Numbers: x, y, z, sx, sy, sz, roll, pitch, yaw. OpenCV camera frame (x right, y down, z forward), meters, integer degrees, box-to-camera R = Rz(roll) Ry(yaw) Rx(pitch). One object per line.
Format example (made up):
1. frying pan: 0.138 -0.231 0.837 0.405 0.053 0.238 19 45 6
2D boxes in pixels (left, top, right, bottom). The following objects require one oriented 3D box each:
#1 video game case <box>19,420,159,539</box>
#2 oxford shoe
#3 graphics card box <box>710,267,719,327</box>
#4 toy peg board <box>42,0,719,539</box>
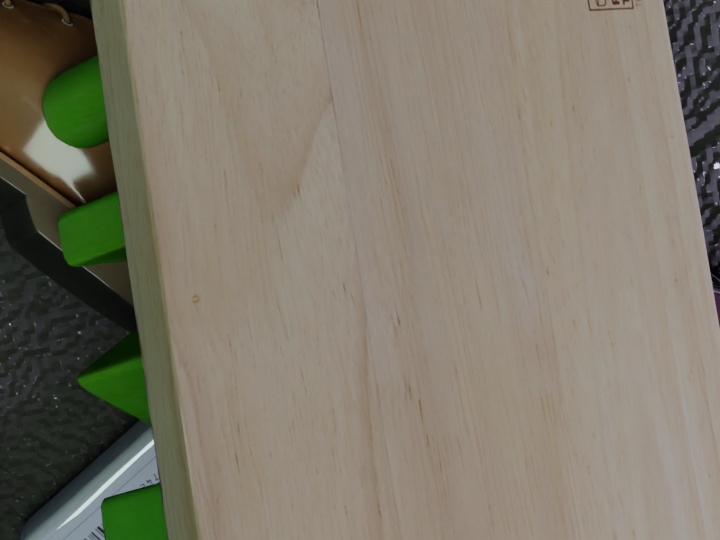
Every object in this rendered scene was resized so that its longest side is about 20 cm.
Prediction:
1. video game case: 0.014 0.088 1.001 0.200 0.022 0.182 -42 109 10
2. oxford shoe: -0.121 -0.064 0.915 0.200 0.071 0.071 40 77 -19
3. graphics card box: 0.155 0.076 0.975 0.199 0.051 0.126 17 99 -18
4. toy peg board: 0.000 0.000 0.882 0.198 0.098 0.201 -5 83 -35
